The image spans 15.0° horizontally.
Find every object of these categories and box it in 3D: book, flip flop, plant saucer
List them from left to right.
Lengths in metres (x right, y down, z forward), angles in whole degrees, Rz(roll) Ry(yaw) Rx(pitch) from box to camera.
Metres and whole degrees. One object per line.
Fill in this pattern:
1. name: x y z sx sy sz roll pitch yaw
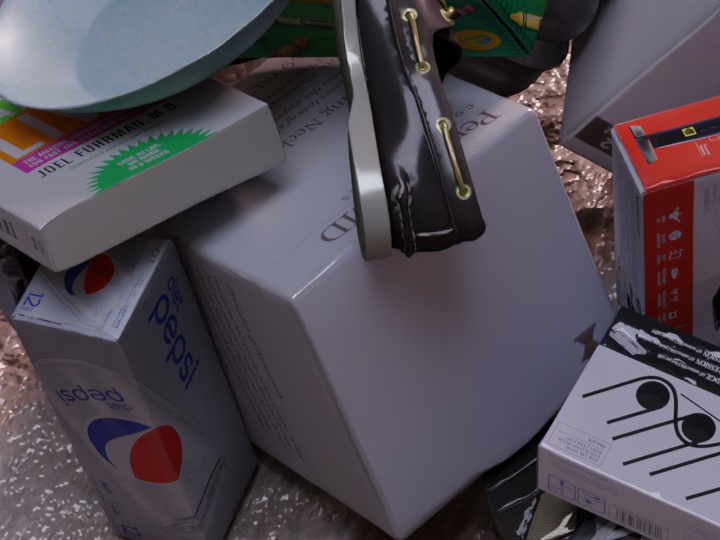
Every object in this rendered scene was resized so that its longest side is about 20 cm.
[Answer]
1. book: -0.143 -0.061 1.388 0.133 0.048 0.200 -28 27 -22
2. plant saucer: -0.097 -0.138 1.386 0.200 0.039 0.202 -20 36 16
3. flip flop: 0.104 0.082 1.445 0.081 0.058 0.200 -17 35 8

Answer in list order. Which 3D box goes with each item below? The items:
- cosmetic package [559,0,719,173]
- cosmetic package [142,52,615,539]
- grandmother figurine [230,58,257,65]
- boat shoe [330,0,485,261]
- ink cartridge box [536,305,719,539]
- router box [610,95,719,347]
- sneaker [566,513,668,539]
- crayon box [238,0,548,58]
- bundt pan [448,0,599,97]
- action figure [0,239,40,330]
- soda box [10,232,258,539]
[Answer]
1. cosmetic package: 0.226 -0.147 1.487 0.164 0.165 0.201 25 50 -21
2. cosmetic package: 0.000 0.000 1.423 0.167 0.167 0.200 -38 35 -19
3. grandmother figurine: -0.088 -0.174 1.648 0.121 0.061 0.200 38 88 9
4. boat shoe: 0.020 -0.098 1.307 0.060 0.072 0.202 -6 63 -2
5. ink cartridge box: 0.194 0.099 1.314 0.199 0.044 0.094 24 60 18
6. router box: 0.220 -0.014 1.392 0.179 0.201 0.049 -16 49 -6
7. sneaker: 0.149 0.155 1.346 0.088 0.074 0.200 29 76 32
8. crayon box: 0.011 -0.175 1.420 0.199 0.058 0.119 3 64 36
9. bundt pan: 0.085 -0.180 1.519 0.076 0.202 0.203 26 49 -23
10. action figure: -0.213 0.003 1.513 0.200 0.069 0.130 -20 25 50
11. soda box: -0.113 0.064 1.405 0.063 0.200 0.068 11 55 22
